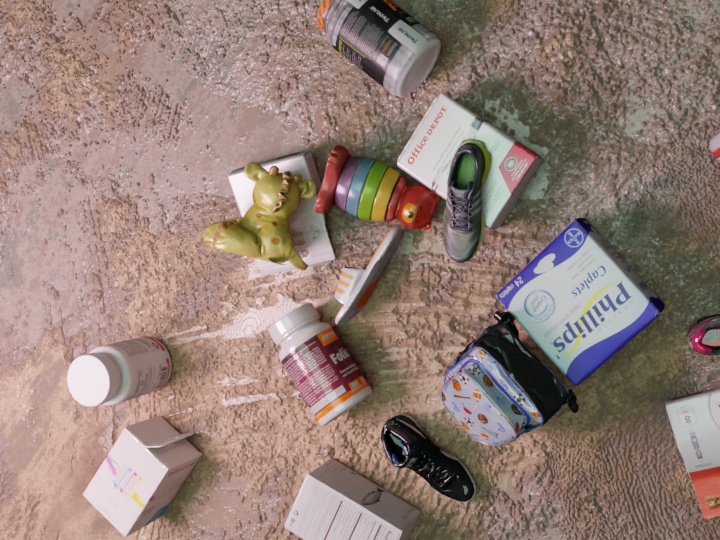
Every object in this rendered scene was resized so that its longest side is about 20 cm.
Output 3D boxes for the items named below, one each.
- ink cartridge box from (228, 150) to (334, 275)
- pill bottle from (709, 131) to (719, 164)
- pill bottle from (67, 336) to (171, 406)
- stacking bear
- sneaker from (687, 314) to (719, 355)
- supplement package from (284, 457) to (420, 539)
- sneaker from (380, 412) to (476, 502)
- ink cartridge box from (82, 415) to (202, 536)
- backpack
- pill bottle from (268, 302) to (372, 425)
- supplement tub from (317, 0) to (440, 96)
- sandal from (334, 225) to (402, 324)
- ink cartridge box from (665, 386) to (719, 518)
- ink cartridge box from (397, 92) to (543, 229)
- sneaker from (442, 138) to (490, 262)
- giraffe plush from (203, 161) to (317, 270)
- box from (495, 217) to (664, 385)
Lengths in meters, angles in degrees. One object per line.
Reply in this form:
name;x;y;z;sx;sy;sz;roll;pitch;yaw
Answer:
ink cartridge box;-0.141;-0.107;1.681;0.161;0.057;0.202;-12;110;20
pill bottle;0.624;-0.141;1.355;0.112;0.112;0.201;-33;82;19
pill bottle;-0.462;0.195;1.731;0.112;0.200;0.115;1;93;20
stacking bear;0.037;-0.133;1.577;0.198;0.114;0.122;20;110;7
sneaker;0.611;0.093;1.394;0.199;0.075;0.081;-21;86;20
supplement package;-0.013;0.448;1.624;0.199;0.117;0.118;27;102;16
sneaker;0.109;0.342;1.575;0.200;0.112;0.073;42;107;13
ink cartridge box;-0.419;0.389;1.766;0.125;0.128;0.201;38;104;14
backpack;0.225;0.198;1.480;0.154;0.191;0.201;-34;80;-21
pill bottle;-0.076;0.167;1.633;0.114;0.114;0.201;-36;81;18
supplement tub;0.029;-0.402;1.548;0.200;0.122;0.123;40;105;13
sandal;0.003;0.000;1.618;0.059;0.079;0.208;32;95;17
ink cartridge box;0.593;0.285;1.427;0.161;0.057;0.202;-18;82;20
ink cartridge box;0.185;-0.185;1.530;0.199;0.084;0.145;36;104;14
sneaker;0.163;-0.112;1.456;0.073;0.081;0.202;5;97;20
giraffe plush;-0.165;-0.100;1.580;0.199;0.172;0.164;13;89;48
box;0.358;0.049;1.470;0.184;0.105;0.200;-45;79;17
